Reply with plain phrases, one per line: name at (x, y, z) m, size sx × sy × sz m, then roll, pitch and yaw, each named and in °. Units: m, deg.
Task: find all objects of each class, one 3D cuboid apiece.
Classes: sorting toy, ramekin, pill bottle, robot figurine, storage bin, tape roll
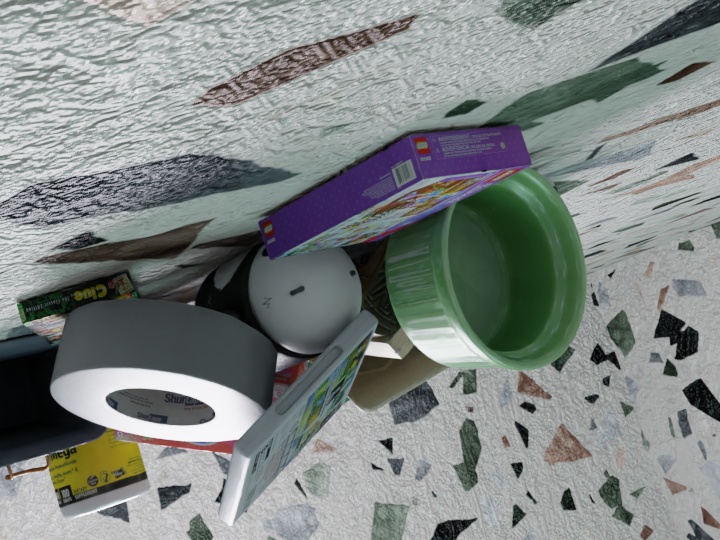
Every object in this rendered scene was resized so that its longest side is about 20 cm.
sorting toy at (0.027, 0.074, 1.328) m, size 0.185 × 0.037 × 0.200 m, roll -28°, pitch -141°, yaw -19°
ramekin at (0.118, 0.001, 1.098) m, size 0.199 × 0.201 × 0.097 m, roll -12°, pitch 179°, yaw -42°
pill bottle at (-0.341, 0.196, 1.411) m, size 0.112 × 0.201 × 0.112 m, roll -18°, pitch 173°, yaw -2°
robot figurine at (-0.086, 0.034, 1.119) m, size 0.125 × 0.151 × 0.200 m, roll 33°, pitch 147°, yaw -24°
storage bin at (-0.394, 0.152, 1.239) m, size 0.199 × 0.146 × 0.134 m, roll -12°, pitch -179°, yaw -43°
tape roll at (-0.178, 0.096, 1.043) m, size 0.199 × 0.067 × 0.201 m, roll 4°, pitch 155°, yaw 2°

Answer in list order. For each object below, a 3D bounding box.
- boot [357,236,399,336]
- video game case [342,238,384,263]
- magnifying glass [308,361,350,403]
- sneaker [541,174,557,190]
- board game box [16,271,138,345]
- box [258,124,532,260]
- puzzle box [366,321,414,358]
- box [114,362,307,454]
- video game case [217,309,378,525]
boot at (0.000, 0.000, 1.224) m, size 0.175 × 0.066 × 0.200 m, roll -51°, pitch -160°, yaw -21°
video game case at (-0.026, -0.009, 1.381) m, size 0.199 × 0.018 × 0.143 m, roll -18°, pitch 174°, yaw -4°
magnifying glass at (-0.019, 0.095, 1.360) m, size 0.079 × 0.022 × 0.200 m, roll -2°, pitch -145°, yaw 21°
sneaker at (0.157, -0.037, 1.288) m, size 0.200 × 0.079 × 0.130 m, roll -56°, pitch 169°, yaw 23°
board game box at (-0.265, 0.040, 1.106) m, size 0.104 × 0.024 × 0.200 m, roll -19°, pitch 174°, yaw -10°
box at (0.026, -0.064, 0.955) m, size 0.136 × 0.039 × 0.200 m, roll -11°, pitch 170°, yaw -44°
puzzle box at (0.030, 0.035, 1.230) m, size 0.133 × 0.025 × 0.200 m, roll -47°, pitch -160°, yaw -19°
box at (-0.162, 0.130, 1.228) m, size 0.199 × 0.103 × 0.095 m, roll 6°, pitch -152°, yaw 8°
video game case at (-0.063, 0.144, 1.085) m, size 0.182 × 0.022 × 0.200 m, roll -45°, pitch 167°, yaw -29°
